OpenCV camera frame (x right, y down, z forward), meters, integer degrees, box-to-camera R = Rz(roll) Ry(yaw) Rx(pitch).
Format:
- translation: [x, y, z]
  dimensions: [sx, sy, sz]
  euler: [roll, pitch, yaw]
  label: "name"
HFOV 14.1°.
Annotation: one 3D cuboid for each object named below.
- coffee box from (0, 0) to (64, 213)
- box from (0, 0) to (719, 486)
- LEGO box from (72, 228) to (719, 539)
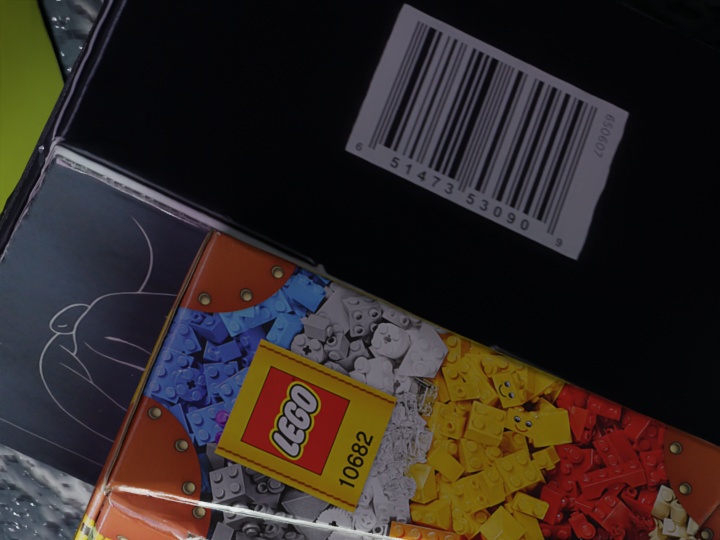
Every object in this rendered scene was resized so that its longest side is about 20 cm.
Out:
- translation: [-0.231, -0.040, 0.957]
  dimensions: [0.197, 0.200, 0.200]
  euler: [10, 134, 28]
  label: "coffee box"
- translation: [0.000, 0.000, 0.835]
  dimensions: [0.199, 0.124, 0.197]
  euler: [25, 151, -7]
  label: "box"
- translation: [-0.004, 0.087, 0.780]
  dimensions: [0.148, 0.077, 0.200]
  euler: [24, 154, -3]
  label: "LEGO box"
